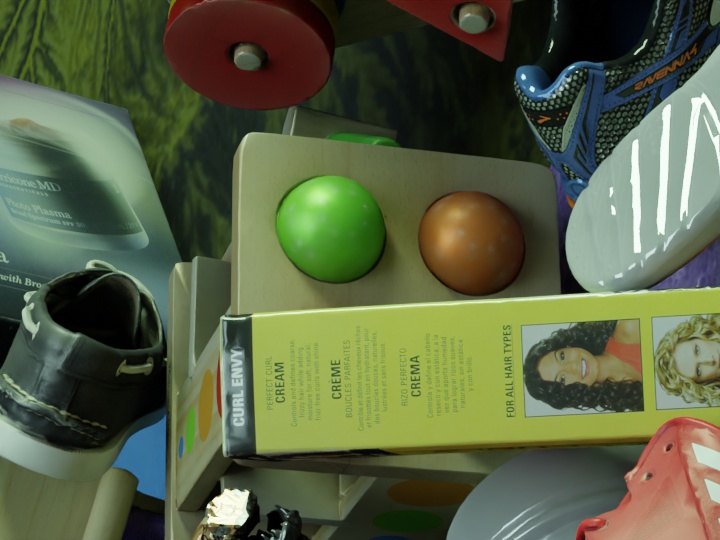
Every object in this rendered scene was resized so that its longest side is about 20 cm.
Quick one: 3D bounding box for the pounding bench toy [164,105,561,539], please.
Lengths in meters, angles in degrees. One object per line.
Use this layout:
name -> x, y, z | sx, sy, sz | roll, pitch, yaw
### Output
pounding bench toy -> 0.000, 0.000, 1.082 | 0.156, 0.123, 0.201 | 123, 149, -63

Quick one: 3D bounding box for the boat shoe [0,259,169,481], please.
boat shoe -> -0.111, 0.029, 1.161 | 0.200, 0.074, 0.061 | -57, -10, -76

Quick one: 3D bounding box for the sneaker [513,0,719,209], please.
sneaker -> 0.115, -0.114, 1.012 | 0.075, 0.078, 0.201 | -1, 58, 43

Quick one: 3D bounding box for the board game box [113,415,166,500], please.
board game box -> -0.072, 0.131, 1.254 | 0.199, 0.039, 0.159 | -6, 92, 48

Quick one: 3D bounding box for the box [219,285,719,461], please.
box -> 0.058, 0.035, 0.922 | 0.199, 0.075, 0.050 | -4, 84, 12

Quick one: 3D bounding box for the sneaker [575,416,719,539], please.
sneaker -> 0.062, 0.111, 0.858 | 0.199, 0.079, 0.116 | -2, 47, 16

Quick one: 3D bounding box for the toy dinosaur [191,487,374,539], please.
toy dinosaur -> -0.003, 0.157, 1.050 | 0.135, 0.200, 0.103 | 6, 66, 23

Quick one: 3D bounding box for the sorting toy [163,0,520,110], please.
sorting toy -> -0.017, -0.145, 1.074 | 0.199, 0.199, 0.070 | -12, 49, 26

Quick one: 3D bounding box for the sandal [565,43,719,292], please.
sandal -> 0.158, -0.060, 0.956 | 0.207, 0.059, 0.079 | -43, 38, 8

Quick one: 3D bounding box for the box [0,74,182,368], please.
box -> -0.198, 0.000, 1.350 | 0.123, 0.199, 0.199 | -55, 39, 28

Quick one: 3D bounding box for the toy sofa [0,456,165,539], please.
toy sofa -> -0.147, 0.149, 1.184 | 0.200, 0.097, 0.083 | -46, 22, 57

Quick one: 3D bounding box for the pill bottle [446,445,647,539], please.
pill bottle -> 0.100, 0.156, 0.922 | 0.120, 0.119, 0.201 | -54, 38, 28

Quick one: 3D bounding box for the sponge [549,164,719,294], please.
sponge -> 0.131, -0.005, 1.020 | 0.112, 0.030, 0.200 | -63, 34, 17
